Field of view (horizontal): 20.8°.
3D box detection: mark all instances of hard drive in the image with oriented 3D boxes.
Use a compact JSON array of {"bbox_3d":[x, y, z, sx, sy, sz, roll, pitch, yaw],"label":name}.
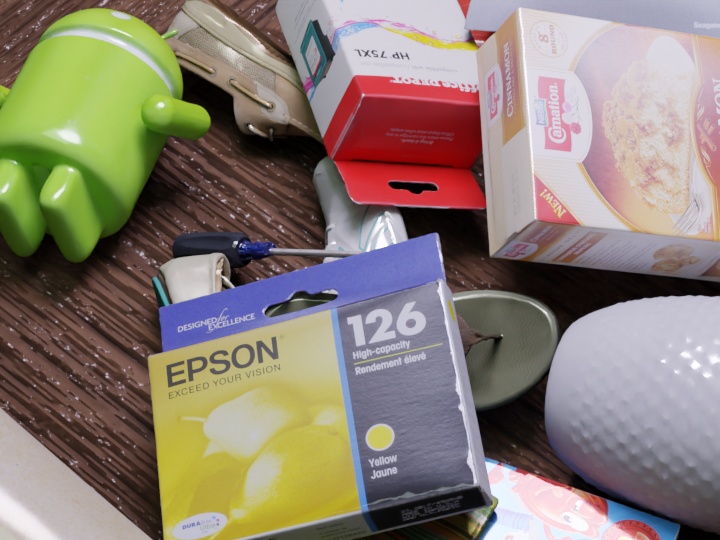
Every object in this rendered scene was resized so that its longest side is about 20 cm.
[{"bbox_3d":[0.183,-0.195,1.415,0.199,0.042,0.135,4,17,13],"label":"hard drive"}]

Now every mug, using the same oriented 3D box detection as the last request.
[{"bbox_3d":[0.225,0.081,1.260,0.175,0.148,0.200,9,21,26],"label":"mug"}]

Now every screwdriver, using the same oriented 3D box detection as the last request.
[{"bbox_3d":[-0.047,-0.016,1.353,0.200,0.028,0.029,-3,93,33],"label":"screwdriver"}]

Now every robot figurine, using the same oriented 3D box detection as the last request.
[{"bbox_3d":[-0.199,-0.104,1.413,0.175,0.116,0.200,6,53,21],"label":"robot figurine"}]

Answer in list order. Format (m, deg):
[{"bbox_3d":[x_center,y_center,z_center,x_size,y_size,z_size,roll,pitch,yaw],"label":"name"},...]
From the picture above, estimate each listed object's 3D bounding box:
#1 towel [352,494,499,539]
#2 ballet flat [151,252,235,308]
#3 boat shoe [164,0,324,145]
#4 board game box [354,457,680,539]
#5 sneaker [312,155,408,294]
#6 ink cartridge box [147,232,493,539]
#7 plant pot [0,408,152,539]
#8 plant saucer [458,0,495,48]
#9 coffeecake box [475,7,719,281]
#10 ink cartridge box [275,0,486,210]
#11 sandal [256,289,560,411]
[{"bbox_3d":[-0.001,0.193,1.182,0.086,0.018,0.200,25,59,20],"label":"towel"},{"bbox_3d":[-0.090,0.069,1.315,0.069,0.070,0.200,-13,55,-8],"label":"ballet flat"},{"bbox_3d":[-0.064,-0.128,1.466,0.200,0.071,0.065,39,98,17],"label":"boat shoe"},{"bbox_3d":[0.072,0.217,1.207,0.195,0.056,0.200,17,56,15],"label":"board game box"},{"bbox_3d":[0.000,0.000,1.361,0.080,0.071,0.201,-20,56,-9],"label":"sneaker"},{"bbox_3d":[-0.032,0.075,1.222,0.197,0.047,0.200,-15,59,8],"label":"ink cartridge box"},{"bbox_3d":[-0.226,0.177,1.181,0.183,0.201,0.201,31,60,9],"label":"plant pot"},{"bbox_3d":[0.067,-0.229,1.547,0.199,0.037,0.200,6,54,7],"label":"plant saucer"},{"bbox_3d":[0.185,-0.081,1.319,0.199,0.073,0.154,5,68,-21],"label":"coffeecake box"},{"bbox_3d":[0.024,-0.138,1.392,0.116,0.067,0.200,1,48,-27],"label":"ink cartridge box"},{"bbox_3d":[0.029,0.052,1.276,0.200,0.057,0.080,0,87,3],"label":"sandal"}]
